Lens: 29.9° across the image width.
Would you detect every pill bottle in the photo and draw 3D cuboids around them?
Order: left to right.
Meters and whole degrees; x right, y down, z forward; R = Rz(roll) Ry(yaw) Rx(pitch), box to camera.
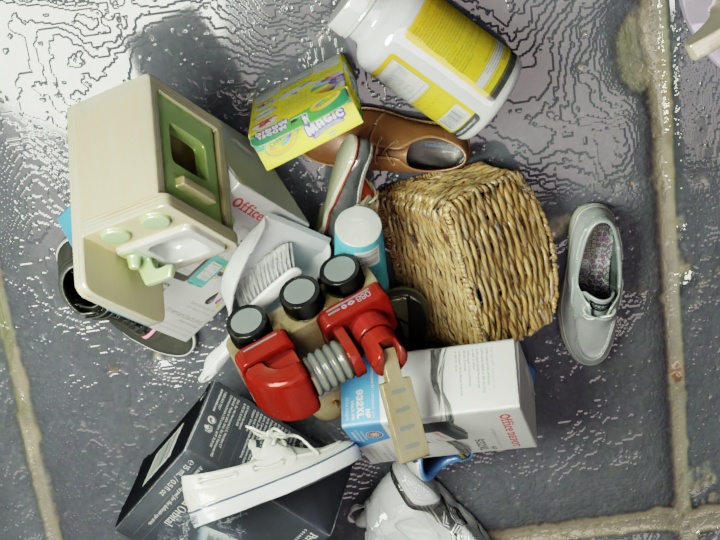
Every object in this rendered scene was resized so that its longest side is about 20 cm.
[{"bbox_3d":[0.067,-0.240,1.461,0.200,0.112,0.112,35,105,-12],"label":"pill bottle"}]

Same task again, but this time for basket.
[{"bbox_3d":[0.129,-0.022,1.564,0.142,0.149,0.201,-27,111,-27],"label":"basket"}]

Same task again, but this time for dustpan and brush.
[{"bbox_3d":[-0.119,0.039,1.466,0.200,0.139,0.057,-44,61,15],"label":"dustpan and brush"}]

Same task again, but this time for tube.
[{"bbox_3d":[0.000,0.000,1.522,0.077,0.051,0.200,7,152,4],"label":"tube"}]

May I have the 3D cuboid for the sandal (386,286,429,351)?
[{"bbox_3d":[0.043,0.096,1.599,0.079,0.057,0.202,9,125,-6],"label":"sandal"}]

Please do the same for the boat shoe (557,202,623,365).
[{"bbox_3d":[0.271,0.024,1.578,0.070,0.072,0.202,-2,109,-1],"label":"boat shoe"}]

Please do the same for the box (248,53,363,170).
[{"bbox_3d":[-0.058,-0.169,1.435,0.117,0.200,0.049,-26,108,8],"label":"box"}]

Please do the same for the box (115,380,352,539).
[{"bbox_3d":[-0.150,0.266,1.591,0.200,0.118,0.197,32,130,-12],"label":"box"}]

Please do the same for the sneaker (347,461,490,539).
[{"bbox_3d":[0.079,0.333,1.680,0.115,0.075,0.200,-41,100,12],"label":"sneaker"}]

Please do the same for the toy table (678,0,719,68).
[{"bbox_3d":[0.426,-0.286,1.455,0.184,0.117,0.200,-40,105,11],"label":"toy table"}]

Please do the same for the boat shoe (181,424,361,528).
[{"bbox_3d":[-0.101,0.206,1.470,0.201,0.075,0.086,-19,82,-16],"label":"boat shoe"}]

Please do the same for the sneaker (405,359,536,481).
[{"bbox_3d":[0.132,0.180,1.614,0.200,0.082,0.074,-37,128,10],"label":"sneaker"}]

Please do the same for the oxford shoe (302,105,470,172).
[{"bbox_3d":[0.026,-0.143,1.516,0.199,0.071,0.072,1,111,0],"label":"oxford shoe"}]

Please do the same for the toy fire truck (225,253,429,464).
[{"bbox_3d":[-0.023,0.112,1.415,0.176,0.200,0.129,-28,137,-9],"label":"toy fire truck"}]

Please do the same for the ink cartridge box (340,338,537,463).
[{"bbox_3d":[0.090,0.150,1.513,0.199,0.084,0.145,-8,153,12],"label":"ink cartridge box"}]

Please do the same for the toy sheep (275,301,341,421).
[{"bbox_3d":[-0.076,0.087,1.563,0.138,0.138,0.200,-31,102,8],"label":"toy sheep"}]

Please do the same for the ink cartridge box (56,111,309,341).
[{"bbox_3d":[-0.192,-0.054,1.471,0.200,0.146,0.147,-43,148,12],"label":"ink cartridge box"}]

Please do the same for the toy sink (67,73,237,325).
[{"bbox_3d":[-0.199,-0.066,1.313,0.112,0.201,0.130,-18,154,24],"label":"toy sink"}]

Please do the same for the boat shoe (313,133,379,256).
[{"bbox_3d":[-0.010,-0.073,1.509,0.062,0.071,0.200,13,137,-5],"label":"boat shoe"}]

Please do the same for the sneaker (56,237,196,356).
[{"bbox_3d":[-0.275,0.047,1.555,0.200,0.099,0.071,41,101,-15],"label":"sneaker"}]
